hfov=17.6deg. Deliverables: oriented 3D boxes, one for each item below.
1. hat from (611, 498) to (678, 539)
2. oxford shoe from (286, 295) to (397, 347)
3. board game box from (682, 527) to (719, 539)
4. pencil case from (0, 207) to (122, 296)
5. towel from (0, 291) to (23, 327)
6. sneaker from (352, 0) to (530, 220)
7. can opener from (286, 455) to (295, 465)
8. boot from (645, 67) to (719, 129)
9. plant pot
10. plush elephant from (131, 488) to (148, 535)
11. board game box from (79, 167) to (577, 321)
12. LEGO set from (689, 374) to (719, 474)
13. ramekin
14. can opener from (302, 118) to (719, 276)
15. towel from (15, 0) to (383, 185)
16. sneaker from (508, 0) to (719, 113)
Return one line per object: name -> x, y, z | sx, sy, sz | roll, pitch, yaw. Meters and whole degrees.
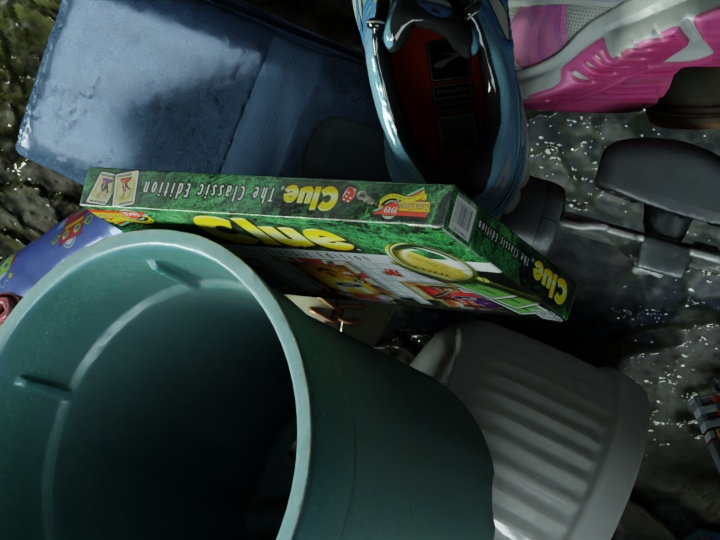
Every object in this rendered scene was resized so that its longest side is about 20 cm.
hat -> 0.112, 0.211, 1.409 | 0.200, 0.081, 0.201 | 6, 141, 5
oxford shoe -> 0.000, 0.000, 1.178 | 0.071, 0.074, 0.200 | 17, 130, -5
board game box -> 0.249, 0.204, 1.278 | 0.200, 0.152, 0.045 | 13, 107, 27
pencil case -> -0.116, -0.002, 1.209 | 0.200, 0.078, 0.087 | -28, 118, 39
towel -> -0.173, 0.067, 1.227 | 0.144, 0.023, 0.200 | -21, 152, 26
sneaker -> 0.032, -0.116, 0.965 | 0.078, 0.200, 0.090 | -14, 179, 3
can opener -> -0.047, 0.154, 1.388 | 0.053, 0.067, 0.200 | -22, 130, 34
boot -> 0.192, -0.128, 1.013 | 0.200, 0.075, 0.097 | -17, 110, 41
plant pot -> -0.048, 0.099, 1.072 | 0.200, 0.201, 0.196 | -18, 159, 31
plush elephant -> -0.133, 0.142, 1.226 | 0.165, 0.200, 0.155 | 24, 126, 34
board game box -> -0.016, -0.012, 1.008 | 0.200, 0.023, 0.105 | 4, 158, 38
LEGO set -> 0.258, 0.060, 1.196 | 0.154, 0.116, 0.200 | -16, 157, -12
ramekin -> 0.056, 0.121, 1.232 | 0.105, 0.200, 0.200 | 30, 138, -7
can opener -> 0.076, -0.043, 1.047 | 0.200, 0.067, 0.053 | 17, 180, -4
towel -> -0.055, -0.067, 1.097 | 0.200, 0.049, 0.112 | 22, 109, -7
sneaker -> 0.108, -0.121, 1.020 | 0.081, 0.088, 0.200 | -1, 170, -31
